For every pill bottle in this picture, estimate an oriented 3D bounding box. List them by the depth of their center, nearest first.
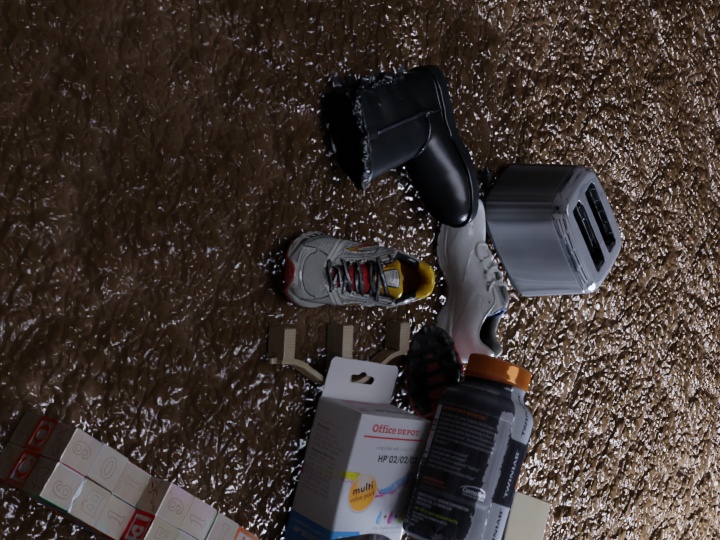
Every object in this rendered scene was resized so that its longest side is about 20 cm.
[{"bbox_3d":[0.120,0.193,1.073,0.106,0.105,0.203,27,77,-44],"label":"pill bottle"}]

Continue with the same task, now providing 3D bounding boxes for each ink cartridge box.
[{"bbox_3d":[0.003,0.201,1.066,0.114,0.067,0.204,13,91,-46],"label":"ink cartridge box"}]

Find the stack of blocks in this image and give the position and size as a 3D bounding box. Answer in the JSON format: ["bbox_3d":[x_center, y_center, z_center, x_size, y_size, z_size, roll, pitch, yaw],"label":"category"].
[{"bbox_3d":[-0.192,0.198,0.846,0.200,0.114,0.059,45,61,-37],"label":"stack of blocks"}]

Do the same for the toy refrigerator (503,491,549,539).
[{"bbox_3d":[0.168,0.378,1.274,0.075,0.069,0.203,24,74,-37],"label":"toy refrigerator"}]

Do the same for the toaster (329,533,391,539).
[{"bbox_3d":[-0.019,0.354,0.979,0.200,0.179,0.120,48,33,-36],"label":"toaster"}]

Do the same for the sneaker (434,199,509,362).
[{"bbox_3d":[0.139,0.013,1.205,0.074,0.086,0.204,-4,94,-44],"label":"sneaker"}]

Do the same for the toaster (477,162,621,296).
[{"bbox_3d":[0.239,-0.057,1.276,0.114,0.128,0.202,-50,125,-33],"label":"toaster"}]

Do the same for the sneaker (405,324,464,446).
[{"bbox_3d":[0.099,0.165,1.185,0.098,0.070,0.204,37,39,-78],"label":"sneaker"}]

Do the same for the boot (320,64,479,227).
[{"bbox_3d":[0.045,-0.126,1.107,0.161,0.073,0.202,-25,103,-45],"label":"boot"}]

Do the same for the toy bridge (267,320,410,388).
[{"bbox_3d":[-0.022,0.090,1.082,0.198,0.027,0.069,0,94,-46],"label":"toy bridge"}]

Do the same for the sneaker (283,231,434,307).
[{"bbox_3d":[0.000,0.000,1.060,0.198,0.081,0.079,-1,93,-46],"label":"sneaker"}]
